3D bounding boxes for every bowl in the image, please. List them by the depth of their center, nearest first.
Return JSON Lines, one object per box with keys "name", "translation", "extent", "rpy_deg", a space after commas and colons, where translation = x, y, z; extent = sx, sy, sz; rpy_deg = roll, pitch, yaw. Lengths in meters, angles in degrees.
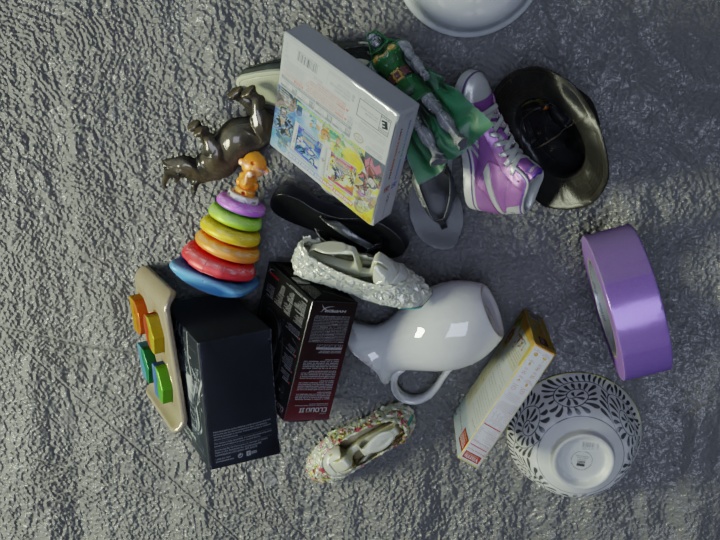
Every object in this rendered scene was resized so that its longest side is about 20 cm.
{"name": "bowl", "translation": [0.141, -0.398, 1.199], "extent": [0.201, 0.090, 0.201], "rpy_deg": [1, 106, 4]}
{"name": "bowl", "translation": [0.319, 0.259, 1.375], "extent": [0.200, 0.094, 0.201], "rpy_deg": [1, 107, 3]}

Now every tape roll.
{"name": "tape roll", "translation": [0.353, 0.042, 1.254], "extent": [0.066, 0.200, 0.200], "rpy_deg": [-15, 105, 9]}

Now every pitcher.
{"name": "pitcher", "translation": [0.107, 0.107, 1.344], "extent": [0.200, 0.121, 0.172], "rpy_deg": [-22, 122, 21]}

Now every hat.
{"name": "hat", "translation": [0.267, -0.183, 1.245], "extent": [0.081, 0.201, 0.201], "rpy_deg": [-30, 106, -32]}

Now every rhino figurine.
{"name": "rhino figurine", "translation": [-0.197, -0.170, 1.301], "extent": [0.200, 0.060, 0.087], "rpy_deg": [-35, 123, 14]}

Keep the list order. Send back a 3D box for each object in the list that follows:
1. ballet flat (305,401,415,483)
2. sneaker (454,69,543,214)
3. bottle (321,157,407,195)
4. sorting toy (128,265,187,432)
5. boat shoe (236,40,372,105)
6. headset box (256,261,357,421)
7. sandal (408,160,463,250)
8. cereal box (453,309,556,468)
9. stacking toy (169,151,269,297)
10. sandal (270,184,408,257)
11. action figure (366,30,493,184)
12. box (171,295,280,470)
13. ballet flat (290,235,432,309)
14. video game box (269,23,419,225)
{"name": "ballet flat", "translation": [-0.005, 0.264, 1.415], "extent": [0.200, 0.064, 0.076], "rpy_deg": [-37, 101, 14]}
{"name": "sneaker", "translation": [0.189, -0.167, 1.241], "extent": [0.114, 0.073, 0.201], "rpy_deg": [15, 131, 41]}
{"name": "bottle", "translation": [0.027, -0.171, 1.269], "extent": [0.200, 0.084, 0.065], "rpy_deg": [-32, 123, 28]}
{"name": "sorting toy", "translation": [-0.290, 0.108, 1.332], "extent": [0.036, 0.185, 0.200], "rpy_deg": [-8, 106, -24]}
{"name": "boat shoe", "translation": [-0.069, -0.268, 1.272], "extent": [0.200, 0.068, 0.072], "rpy_deg": [-5, 146, 16]}
{"name": "headset box", "translation": [-0.089, 0.106, 1.324], "extent": [0.077, 0.149, 0.200], "rpy_deg": [3, 109, -31]}
{"name": "sandal", "translation": [0.101, -0.122, 1.305], "extent": [0.076, 0.043, 0.200], "rpy_deg": [-4, 106, 5]}
{"name": "cereal box", "translation": [0.199, 0.164, 1.330], "extent": [0.040, 0.144, 0.200], "rpy_deg": [29, 107, -6]}
{"name": "stacking toy", "translation": [-0.174, -0.072, 1.306], "extent": [0.116, 0.110, 0.200], "rpy_deg": [22, 105, 6]}
{"name": "sandal", "translation": [-0.032, -0.056, 1.310], "extent": [0.200, 0.043, 0.076], "rpy_deg": [19, 146, 2]}
{"name": "action figure", "translation": [0.062, -0.222, 1.174], "extent": [0.118, 0.055, 0.200], "rpy_deg": [-37, 71, 14]}
{"name": "box", "translation": [-0.198, 0.146, 1.313], "extent": [0.104, 0.200, 0.182], "rpy_deg": [-9, 106, -24]}
{"name": "ballet flat", "translation": [0.000, 0.000, 1.270], "extent": [0.200, 0.072, 0.072], "rpy_deg": [14, 107, 8]}
{"name": "video game box", "translation": [-0.026, -0.183, 1.193], "extent": [0.200, 0.047, 0.182], "rpy_deg": [40, 139, 23]}
